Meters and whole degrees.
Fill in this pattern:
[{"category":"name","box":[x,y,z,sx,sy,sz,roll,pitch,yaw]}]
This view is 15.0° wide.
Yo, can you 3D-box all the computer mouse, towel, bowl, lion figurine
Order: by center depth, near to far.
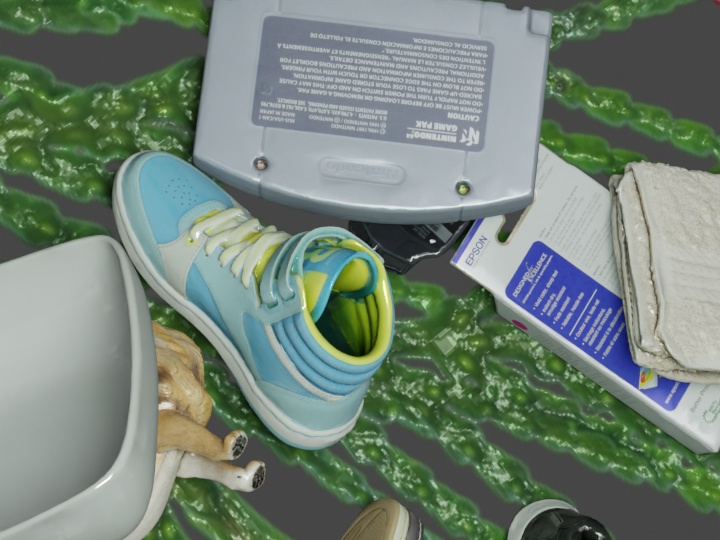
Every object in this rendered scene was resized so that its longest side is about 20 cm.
[{"category":"bowl","box":[-0.191,0.092,1.443,0.199,0.201,0.075,-21,131,13]},{"category":"lion figurine","box":[-0.128,0.126,1.503,0.122,0.073,0.201,19,72,27]},{"category":"computer mouse","box":[0.000,0.000,1.596,0.200,0.034,0.059,-44,80,-9]},{"category":"towel","box":[0.240,0.006,1.625,0.199,0.034,0.133,6,64,-26]}]

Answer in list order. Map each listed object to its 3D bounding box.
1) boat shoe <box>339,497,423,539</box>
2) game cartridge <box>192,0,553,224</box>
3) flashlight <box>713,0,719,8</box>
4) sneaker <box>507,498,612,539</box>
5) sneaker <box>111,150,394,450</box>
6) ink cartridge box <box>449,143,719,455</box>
[{"category":"boat shoe","box":[0.003,0.231,1.545,0.064,0.072,0.201,23,73,-25]},{"category":"game cartridge","box":[0.006,-0.096,1.581,0.198,0.041,0.134,7,74,1]},{"category":"flashlight","box":[0.230,-0.158,1.661,0.200,0.068,0.068,39,98,-6]},{"category":"sneaker","box":[0.132,0.229,1.567,0.066,0.090,0.202,-10,85,-16]},{"category":"sneaker","box":[-0.051,-0.009,1.509,0.079,0.131,0.200,-36,80,-33]},{"category":"ink cartridge box","box":[0.152,0.016,1.631,0.199,0.037,0.095,36,75,-11]}]
